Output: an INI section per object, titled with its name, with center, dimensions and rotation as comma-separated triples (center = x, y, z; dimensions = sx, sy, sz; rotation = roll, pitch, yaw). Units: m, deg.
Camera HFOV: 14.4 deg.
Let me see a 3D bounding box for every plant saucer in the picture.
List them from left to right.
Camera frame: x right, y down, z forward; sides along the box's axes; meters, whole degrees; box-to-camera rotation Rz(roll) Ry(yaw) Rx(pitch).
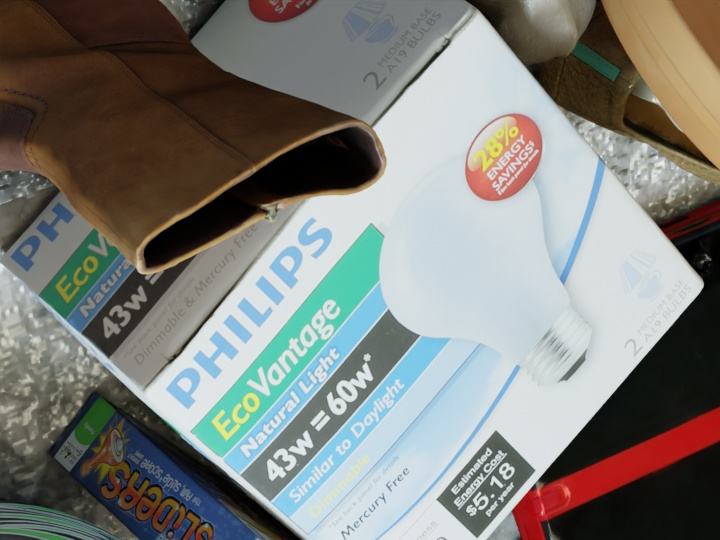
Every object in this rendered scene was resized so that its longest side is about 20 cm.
[plant saucer]
center = 0.162, -0.094, 1.203
dimensions = 0.037, 0.201, 0.200
rotation = -37, 138, 26

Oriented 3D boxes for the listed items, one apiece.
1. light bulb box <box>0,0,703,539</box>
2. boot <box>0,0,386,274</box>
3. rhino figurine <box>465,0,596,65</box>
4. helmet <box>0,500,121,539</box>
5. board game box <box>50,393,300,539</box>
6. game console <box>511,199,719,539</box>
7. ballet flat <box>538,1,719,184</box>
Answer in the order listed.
[light bulb box]
center = 0.000, 0.000, 1.164
dimensions = 0.198, 0.125, 0.200
rotation = -49, 133, -4
[boot]
center = -0.118, -0.036, 1.008
dimensions = 0.188, 0.200, 0.069
rotation = -19, 124, -27
[rhino figurine]
center = 0.042, -0.165, 1.129
dimensions = 0.060, 0.087, 0.200
rotation = -32, 127, -14
[helmet]
center = -0.140, 0.187, 1.121
dimensions = 0.190, 0.200, 0.200
rotation = -30, 129, -7
[board game box]
center = -0.027, 0.135, 1.210
dimensions = 0.034, 0.135, 0.200
rotation = -53, 131, -1
[game console]
center = 0.151, 0.069, 1.327
dimensions = 0.200, 0.031, 0.177
rotation = -22, 99, -25
[ballet flat]
center = 0.166, -0.070, 1.283
dimensions = 0.200, 0.072, 0.068
rotation = 19, 103, -41
